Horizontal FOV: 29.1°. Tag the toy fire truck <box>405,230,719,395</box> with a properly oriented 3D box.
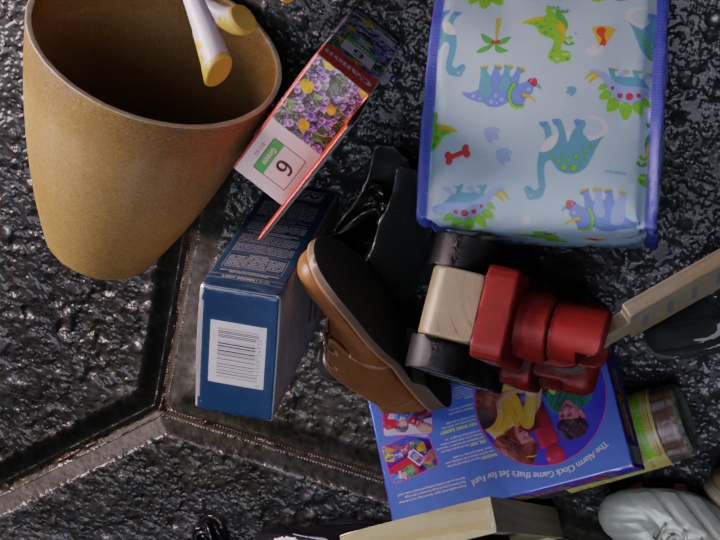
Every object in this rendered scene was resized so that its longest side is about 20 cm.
[{"bbox_3d":[0.153,0.033,0.976,0.198,0.176,0.130,13,84,19],"label":"toy fire truck"}]

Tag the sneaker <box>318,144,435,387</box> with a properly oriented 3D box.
[{"bbox_3d":[0.001,0.002,1.074,0.200,0.104,0.060,-54,49,19],"label":"sneaker"}]

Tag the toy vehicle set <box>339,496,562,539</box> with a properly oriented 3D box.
[{"bbox_3d":[0.078,0.213,1.113,0.123,0.200,0.027,-17,73,18],"label":"toy vehicle set"}]

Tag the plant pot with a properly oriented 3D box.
[{"bbox_3d":[-0.174,-0.095,1.048,0.185,0.187,0.201,25,131,1],"label":"plant pot"}]

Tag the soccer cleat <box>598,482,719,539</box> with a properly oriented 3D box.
[{"bbox_3d":[0.289,0.231,1.123,0.198,0.078,0.070,18,129,4],"label":"soccer cleat"}]

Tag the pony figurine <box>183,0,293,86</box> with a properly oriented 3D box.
[{"bbox_3d":[-0.118,-0.260,0.955,0.200,0.166,0.194,51,138,21],"label":"pony figurine"}]

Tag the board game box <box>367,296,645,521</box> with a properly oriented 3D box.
[{"bbox_3d":[0.109,0.115,1.097,0.199,0.045,0.136,-17,73,19],"label":"board game box"}]

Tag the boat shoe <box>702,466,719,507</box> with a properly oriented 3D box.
[{"bbox_3d":[0.373,0.190,1.101,0.199,0.074,0.070,23,105,1],"label":"boat shoe"}]

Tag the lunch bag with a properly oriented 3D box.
[{"bbox_3d":[0.132,-0.120,0.984,0.169,0.127,0.202,2,85,12],"label":"lunch bag"}]

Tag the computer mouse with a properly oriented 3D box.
[{"bbox_3d":[-0.055,0.292,1.250,0.198,0.046,0.142,-1,112,13],"label":"computer mouse"}]

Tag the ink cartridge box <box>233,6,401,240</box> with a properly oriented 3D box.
[{"bbox_3d":[-0.035,-0.109,0.981,0.050,0.200,0.109,37,116,-6],"label":"ink cartridge box"}]

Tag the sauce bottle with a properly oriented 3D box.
[{"bbox_3d":[0.170,0.149,1.126,0.199,0.065,0.065,-21,108,19],"label":"sauce bottle"}]

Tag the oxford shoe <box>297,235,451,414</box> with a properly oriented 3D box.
[{"bbox_3d":[-0.003,0.052,1.028,0.071,0.072,0.200,-17,135,20],"label":"oxford shoe"}]

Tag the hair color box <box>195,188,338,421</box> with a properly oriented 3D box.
[{"bbox_3d":[-0.067,0.018,1.044,0.060,0.200,0.101,10,115,8],"label":"hair color box"}]

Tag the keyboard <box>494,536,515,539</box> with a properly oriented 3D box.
[{"bbox_3d":[0.068,0.250,1.112,0.103,0.200,0.040,-11,73,-3],"label":"keyboard"}]

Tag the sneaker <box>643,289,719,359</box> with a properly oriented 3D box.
[{"bbox_3d":[0.297,0.000,1.037,0.199,0.075,0.080,-27,94,14],"label":"sneaker"}]
